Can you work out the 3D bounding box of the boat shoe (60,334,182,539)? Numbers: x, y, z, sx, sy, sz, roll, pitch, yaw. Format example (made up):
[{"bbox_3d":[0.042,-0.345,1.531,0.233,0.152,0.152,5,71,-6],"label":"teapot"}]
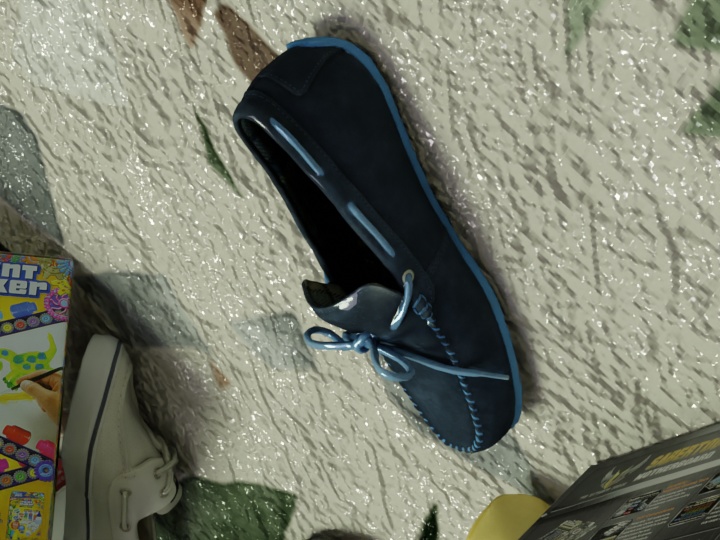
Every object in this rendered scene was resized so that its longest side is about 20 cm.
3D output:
[{"bbox_3d":[-0.142,0.122,1.019,0.069,0.071,0.201,10,127,2],"label":"boat shoe"}]

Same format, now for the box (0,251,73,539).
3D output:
[{"bbox_3d":[-0.240,0.122,0.988,0.121,0.193,0.200,5,143,-9],"label":"box"}]

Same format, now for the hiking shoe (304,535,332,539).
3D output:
[{"bbox_3d":[-0.055,0.217,0.965,0.076,0.101,0.200,52,147,-3],"label":"hiking shoe"}]

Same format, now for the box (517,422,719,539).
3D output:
[{"bbox_3d":[0.110,0.117,0.619,0.048,0.158,0.200,54,146,-2],"label":"box"}]

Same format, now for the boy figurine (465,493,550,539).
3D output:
[{"bbox_3d":[0.122,0.187,0.762,0.200,0.064,0.124,51,150,-7],"label":"boy figurine"}]

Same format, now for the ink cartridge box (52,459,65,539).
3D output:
[{"bbox_3d":[-0.302,0.191,1.194,0.199,0.145,0.146,26,141,32],"label":"ink cartridge box"}]

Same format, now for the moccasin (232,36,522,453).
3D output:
[{"bbox_3d":[0.000,0.000,0.718,0.080,0.068,0.201,-8,116,53],"label":"moccasin"}]
